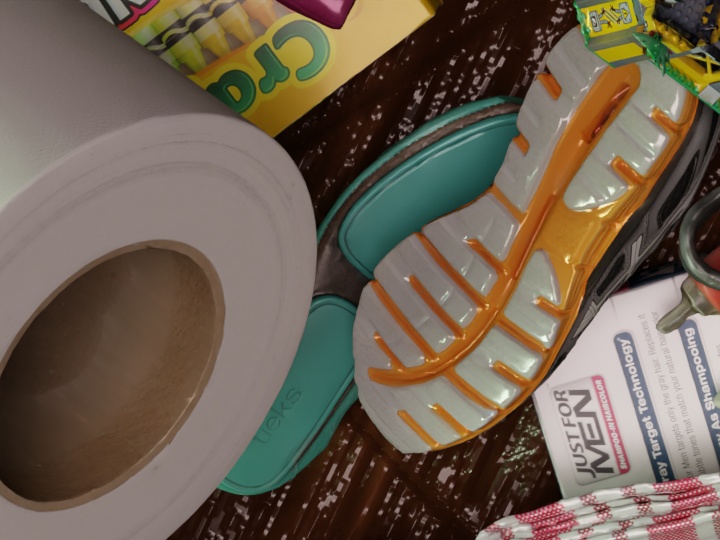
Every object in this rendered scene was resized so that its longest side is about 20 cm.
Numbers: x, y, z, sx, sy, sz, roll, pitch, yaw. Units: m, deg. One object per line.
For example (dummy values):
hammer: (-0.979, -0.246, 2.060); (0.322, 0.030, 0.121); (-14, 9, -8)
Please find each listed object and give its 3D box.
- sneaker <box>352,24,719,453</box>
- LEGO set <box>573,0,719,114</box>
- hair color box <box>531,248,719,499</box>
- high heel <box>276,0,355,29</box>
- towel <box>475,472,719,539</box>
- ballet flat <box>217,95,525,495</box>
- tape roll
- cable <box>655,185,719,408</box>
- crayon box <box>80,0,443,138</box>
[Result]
sneaker: (0.073, -0.008, 1.124); (0.078, 0.077, 0.200); (48, 114, 21)
LEGO set: (0.177, -0.128, 1.034); (0.154, 0.116, 0.200); (43, 63, -23)
hair color box: (0.168, 0.035, 1.177); (0.199, 0.061, 0.100); (-17, 94, 8)
high heel: (0.032, -0.164, 1.123); (0.200, 0.067, 0.096); (-35, 71, -18)
towel: (0.151, 0.110, 1.162); (0.199, 0.146, 0.030); (-13, 59, 8)
ballet flat: (0.000, 0.000, 1.185); (0.067, 0.070, 0.200); (39, 99, -21)
tape roll: (-0.132, 0.003, 1.057); (0.139, 0.202, 0.203); (35, 102, 33)
cable: (0.192, -0.032, 1.122); (0.097, 0.050, 0.200); (43, 89, -6)
crayon box: (-0.098, -0.112, 1.184); (0.200, 0.058, 0.173); (-37, 93, 10)
